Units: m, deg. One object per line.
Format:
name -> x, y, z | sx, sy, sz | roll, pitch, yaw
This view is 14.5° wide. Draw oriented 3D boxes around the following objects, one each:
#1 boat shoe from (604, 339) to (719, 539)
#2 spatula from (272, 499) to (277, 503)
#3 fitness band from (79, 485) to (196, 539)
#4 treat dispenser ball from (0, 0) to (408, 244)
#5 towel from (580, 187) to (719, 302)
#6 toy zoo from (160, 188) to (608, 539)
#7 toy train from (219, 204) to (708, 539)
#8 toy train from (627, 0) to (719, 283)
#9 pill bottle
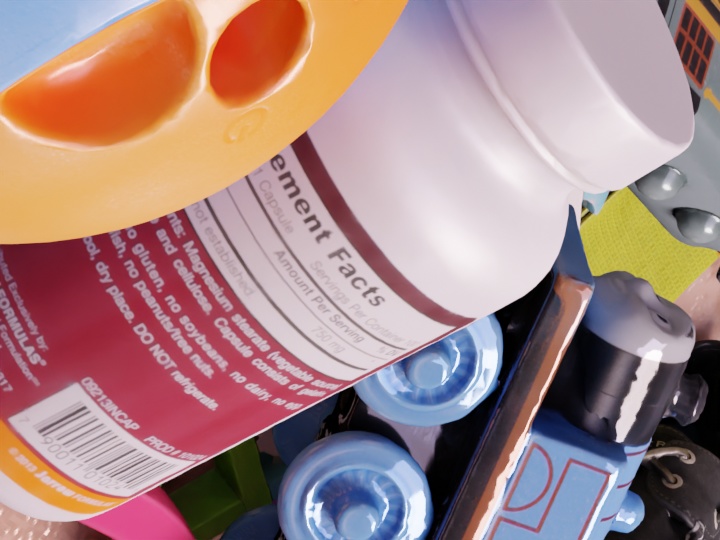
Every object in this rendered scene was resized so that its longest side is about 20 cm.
boat shoe -> 0.099, 0.079, 0.993 | 0.200, 0.068, 0.057 | -44, 144, -64
spatula -> -0.056, 0.101, 0.928 | 0.199, 0.021, 0.057 | -29, 138, -25
fitness band -> -0.130, 0.101, 0.829 | 0.144, 0.037, 0.200 | -52, 137, 6
treat dispenser ball -> -0.076, -0.106, 0.596 | 0.200, 0.201, 0.202 | -26, 136, -28
towel -> 0.100, -0.009, 1.000 | 0.200, 0.018, 0.086 | -44, 141, -8
toy zoo -> 0.000, 0.000, 0.888 | 0.199, 0.020, 0.132 | -31, 137, -16
toy train -> 0.028, 0.070, 0.863 | 0.114, 0.087, 0.201 | 20, 109, -11
toy train -> 0.101, -0.075, 0.870 | 0.200, 0.085, 0.115 | 43, 60, -50
pill bottle -> -0.021, -0.024, 0.724 | 0.199, 0.114, 0.113 | -28, 148, 22
